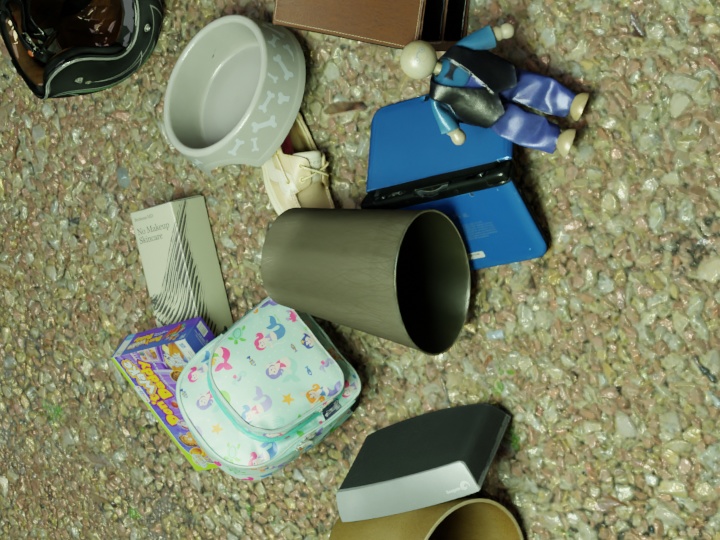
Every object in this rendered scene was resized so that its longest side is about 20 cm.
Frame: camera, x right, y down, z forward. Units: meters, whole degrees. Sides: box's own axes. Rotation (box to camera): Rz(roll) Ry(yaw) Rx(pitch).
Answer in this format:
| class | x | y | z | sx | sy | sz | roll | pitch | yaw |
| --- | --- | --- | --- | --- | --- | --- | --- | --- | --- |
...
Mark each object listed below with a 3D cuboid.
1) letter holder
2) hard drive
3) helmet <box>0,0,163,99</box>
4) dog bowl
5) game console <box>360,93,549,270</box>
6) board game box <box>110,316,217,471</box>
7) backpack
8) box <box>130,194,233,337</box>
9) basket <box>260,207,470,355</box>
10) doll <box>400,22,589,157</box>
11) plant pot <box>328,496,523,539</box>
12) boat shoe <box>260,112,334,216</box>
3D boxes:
| class | x | y | z | sx | sy | sz | roll | pitch | yaw |
| --- | --- | --- | --- | --- | --- | --- | --- | --- | --- |
| letter holder | 0.015 | -0.327 | 1.633 | 0.198 | 0.100 | 0.144 | 16 | 107 | 32 |
| hard drive | 0.066 | 0.215 | 1.684 | 0.198 | 0.135 | 0.043 | -20 | 116 | 37 |
| helmet | -0.340 | -0.315 | 1.838 | 0.200 | 0.189 | 0.201 | 49 | 156 | 30 |
| dog bowl | -0.155 | -0.210 | 1.757 | 0.198 | 0.058 | 0.203 | -17 | 63 | 38 |
| game console | 0.110 | -0.100 | 1.661 | 0.198 | 0.119 | 0.172 | -10 | 124 | 37 |
| board game box | -0.204 | 0.159 | 1.869 | 0.133 | 0.045 | 0.201 | -14 | 120 | 37 |
| backpack | -0.113 | 0.140 | 1.738 | 0.199 | 0.151 | 0.178 | -37 | 77 | -7 |
| box | -0.225 | 0.012 | 1.895 | 0.081 | 0.068 | 0.203 | -13 | 92 | 37 |
| basket | 0.000 | 0.000 | 1.638 | 0.198 | 0.137 | 0.181 | 10 | 145 | 35 |
| doll | 0.135 | -0.192 | 1.547 | 0.198 | 0.048 | 0.138 | 20 | 93 | -1 |
| plant pot | 0.059 | 0.336 | 1.707 | 0.199 | 0.185 | 0.189 | 8 | 104 | 50 |
| boat shoe | -0.074 | -0.123 | 1.755 | 0.069 | 0.073 | 0.202 | -37 | 77 | 41 |
